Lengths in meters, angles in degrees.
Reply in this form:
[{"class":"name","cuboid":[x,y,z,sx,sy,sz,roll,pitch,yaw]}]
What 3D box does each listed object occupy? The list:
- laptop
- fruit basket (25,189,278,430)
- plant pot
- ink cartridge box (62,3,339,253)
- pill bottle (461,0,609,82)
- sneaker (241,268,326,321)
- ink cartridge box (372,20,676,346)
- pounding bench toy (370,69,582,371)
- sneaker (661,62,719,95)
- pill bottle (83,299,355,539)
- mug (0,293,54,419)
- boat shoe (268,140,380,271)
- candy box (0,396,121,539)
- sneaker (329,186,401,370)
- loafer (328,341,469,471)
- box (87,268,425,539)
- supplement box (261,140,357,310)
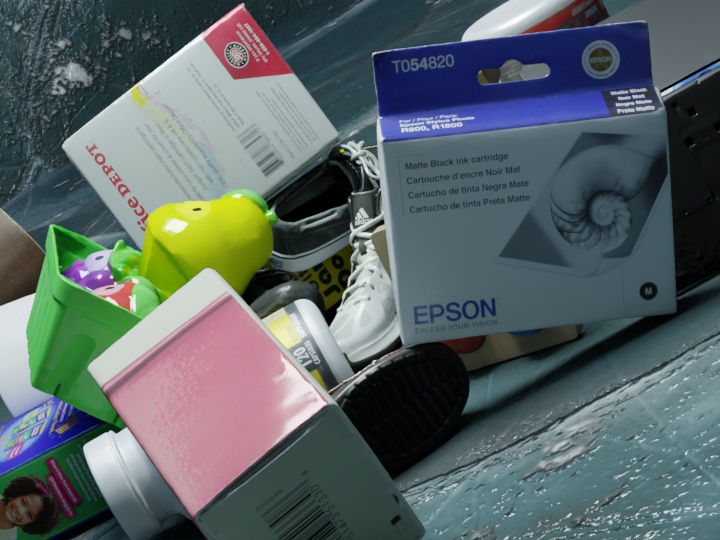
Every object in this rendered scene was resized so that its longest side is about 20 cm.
[{"class":"laptop","cuboid":[0.238,-0.106,1.412,0.176,0.201,0.103,-28,-1,2]},{"class":"fruit basket","cuboid":[-0.167,0.007,1.520,0.216,0.155,0.216,-54,18,27]},{"class":"plant pot","cuboid":[-0.508,0.026,2.450,0.200,0.187,0.187,-49,19,-15]},{"class":"ink cartridge box","cuboid":[-0.138,-0.111,1.696,0.199,0.146,0.145,-37,4,-1]},{"class":"pill bottle","cuboid":[0.173,-0.124,1.536,0.115,0.201,0.116,-28,12,7]},{"class":"sneaker","cuboid":[-0.071,0.035,1.547,0.075,0.092,0.200,4,-18,-13]},{"class":"ink cartridge box","cuboid":[0.113,-0.059,1.319,0.198,0.202,0.041,-7,13,-2]},{"class":"pounding bench toy","cuboid":[0.087,-0.047,1.442,0.124,0.201,0.156,-19,16,32]},{"class":"sneaker","cuboid":[0.352,-0.179,1.638,0.199,0.077,0.111,-27,3,-19]},{"class":"pill bottle","cuboid":[-0.097,0.114,1.416,0.199,0.113,0.112,-30,14,-3]},{"class":"mug","cuboid":[-0.236,0.063,1.778,0.152,0.150,0.187,-28,12,15]},{"class":"boat shoe","cuboid":[-0.008,-0.076,1.694,0.199,0.068,0.074,-30,56,-28]},{"class":"candy box","cuboid":[-0.222,0.145,1.628,0.199,0.077,0.169,-29,13,6]},{"class":"sneaker","cuboid":[0.000,0.000,1.618,0.075,0.116,0.200,-14,20,39]},{"class":"loafer","cuboid":[-0.015,0.112,1.342,0.199,0.073,0.071,-32,15,-13]},{"class":"box","cuboid":[-0.069,0.110,1.208,0.109,0.128,0.200,-39,35,-6]},{"class":"supplement box","cuboid":[-0.064,-0.010,1.757,0.200,0.109,0.109,-39,4,-32]}]
